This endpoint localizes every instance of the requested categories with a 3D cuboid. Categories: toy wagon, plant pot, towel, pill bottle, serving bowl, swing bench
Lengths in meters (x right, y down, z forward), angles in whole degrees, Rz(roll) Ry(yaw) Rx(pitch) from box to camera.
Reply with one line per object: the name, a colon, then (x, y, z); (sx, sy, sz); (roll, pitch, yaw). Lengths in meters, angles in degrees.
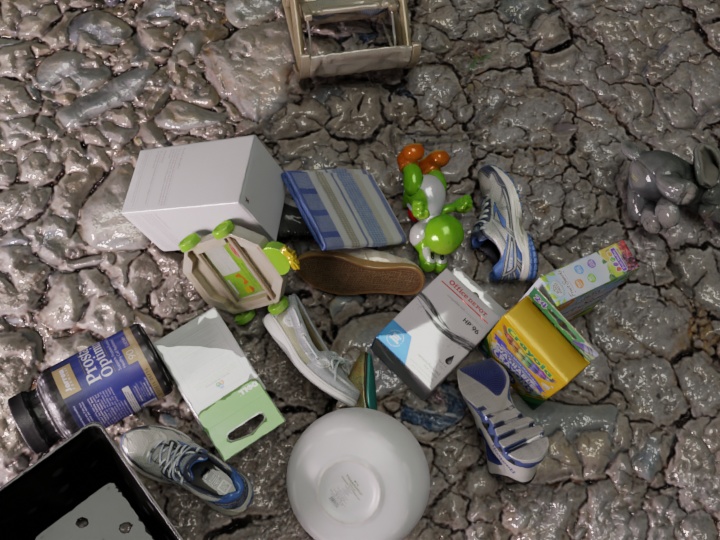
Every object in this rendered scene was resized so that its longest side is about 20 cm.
toy wagon: (-0.162, -0.002, 1.207); (0.155, 0.200, 0.040); (56, 37, -24)
plant pot: (-0.345, 0.343, 1.057); (0.200, 0.178, 0.200); (-36, 75, -19)
towel: (-0.022, -0.094, 1.291); (0.200, 0.024, 0.147); (-8, 63, -50)
pill bottle: (-0.370, 0.166, 1.161); (0.200, 0.112, 0.112); (-28, 73, -16)
serving bowl: (-0.009, 0.288, 1.129); (0.199, 0.066, 0.201); (0, 92, 11)
swing bench: (-0.020, -0.416, 1.427); (0.198, 0.130, 0.201); (-7, 74, -9)

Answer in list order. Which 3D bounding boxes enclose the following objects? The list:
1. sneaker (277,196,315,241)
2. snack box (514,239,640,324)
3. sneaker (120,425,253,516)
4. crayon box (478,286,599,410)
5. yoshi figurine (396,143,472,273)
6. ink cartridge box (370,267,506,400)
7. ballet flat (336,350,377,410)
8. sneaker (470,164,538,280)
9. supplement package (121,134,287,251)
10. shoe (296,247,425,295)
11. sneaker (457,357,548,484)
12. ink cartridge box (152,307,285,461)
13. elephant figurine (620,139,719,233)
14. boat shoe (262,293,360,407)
sneaker: (-0.113, -0.057, 1.305); (0.199, 0.071, 0.099); (23, 72, 7)
snack box: (0.301, 0.038, 1.234); (0.142, 0.200, 0.053); (-25, 73, -15)
sneaker: (-0.237, 0.262, 1.150); (0.199, 0.085, 0.077); (24, 68, 5)
crayon box: (0.246, 0.116, 1.197); (0.052, 0.200, 0.126); (-37, 76, -18)
yoshi figurine: (0.118, -0.099, 1.307); (0.112, 0.112, 0.201); (-9, 73, 8)
ink cartridge box: (0.126, 0.081, 1.270); (0.116, 0.068, 0.200); (43, 70, 11)
ballet flat: (-0.002, 0.214, 1.208); (0.070, 0.071, 0.201); (-6, 69, -8)
sneaker: (0.213, -0.075, 1.332); (0.085, 0.077, 0.201); (-13, 70, -7)
supplement package: (-0.225, -0.110, 1.241); (0.199, 0.117, 0.117); (-3, 60, 23)
shoe: (0.000, 0.000, 1.302); (0.199, 0.070, 0.053); (8, 28, 1)
sneaker: (0.197, 0.231, 1.213); (0.080, 0.115, 0.200); (-14, 41, -13)
ink cartridge box: (-0.201, 0.165, 1.206); (0.104, 0.059, 0.200); (-31, 74, -16)
elephant figurine: (0.543, -0.138, 1.386); (0.199, 0.156, 0.141); (-13, 26, -22)
boat shoe: (-0.064, 0.114, 1.208); (0.065, 0.074, 0.202); (-46, 54, 2)
